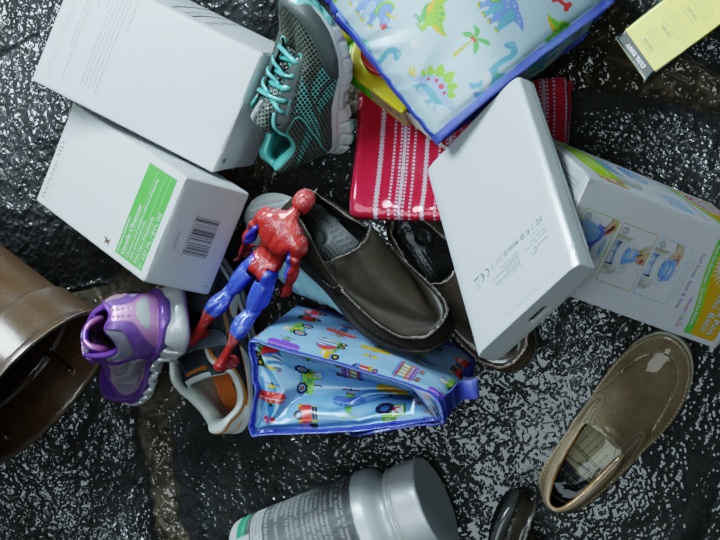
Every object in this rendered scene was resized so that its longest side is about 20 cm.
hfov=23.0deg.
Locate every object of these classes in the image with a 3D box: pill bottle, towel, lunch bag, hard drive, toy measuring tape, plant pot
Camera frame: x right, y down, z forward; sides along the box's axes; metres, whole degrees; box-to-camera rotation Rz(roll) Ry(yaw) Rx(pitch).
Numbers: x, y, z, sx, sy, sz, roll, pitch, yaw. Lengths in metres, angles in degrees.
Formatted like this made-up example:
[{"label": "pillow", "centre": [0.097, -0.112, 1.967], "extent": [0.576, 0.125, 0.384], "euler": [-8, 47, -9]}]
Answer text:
[{"label": "pill bottle", "centre": [-0.016, 0.256, 1.676], "extent": [0.199, 0.113, 0.114], "euler": [-24, 90, 18]}, {"label": "towel", "centre": [0.090, -0.112, 1.613], "extent": [0.198, 0.023, 0.146], "euler": [1, 68, 15]}, {"label": "lunch bag", "centre": [0.013, 0.096, 1.627], "extent": [0.198, 0.151, 0.095], "euler": [3, 102, 14]}, {"label": "hard drive", "centre": [0.122, -0.044, 1.476], "extent": [0.132, 0.026, 0.201], "euler": [-45, 43, 36]}, {"label": "toy measuring tape", "centre": [0.054, -0.166, 1.600], "extent": [0.200, 0.073, 0.074], "euler": [38, 105, 15]}, {"label": "lunch bag", "centre": [0.091, -0.231, 1.553], "extent": [0.200, 0.127, 0.170], "euler": [-38, 86, -15]}, {"label": "plant pot", "centre": [-0.379, 0.054, 1.720], "extent": [0.198, 0.200, 0.201], "euler": [41, 106, 16]}]

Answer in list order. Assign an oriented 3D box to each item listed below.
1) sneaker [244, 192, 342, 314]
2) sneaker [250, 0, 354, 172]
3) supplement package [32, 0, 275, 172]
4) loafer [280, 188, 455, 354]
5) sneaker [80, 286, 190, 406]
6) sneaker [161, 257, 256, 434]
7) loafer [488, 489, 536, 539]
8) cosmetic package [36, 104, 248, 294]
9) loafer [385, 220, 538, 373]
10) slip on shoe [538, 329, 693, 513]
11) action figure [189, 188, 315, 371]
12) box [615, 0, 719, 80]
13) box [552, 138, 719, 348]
[{"label": "sneaker", "centre": [-0.023, 0.004, 1.670], "extent": [0.200, 0.082, 0.074], "euler": [39, 70, 14]}, {"label": "sneaker", "centre": [-0.058, -0.162, 1.583], "extent": [0.091, 0.201, 0.078], "euler": [-32, 52, -21]}, {"label": "supplement package", "centre": [-0.180, -0.190, 1.660], "extent": [0.199, 0.120, 0.122], "euler": [28, 102, 11]}, {"label": "loafer", "centre": [0.000, 0.000, 1.588], "extent": [0.199, 0.071, 0.073], "euler": [37, 69, 12]}, {"label": "sneaker", "centre": [-0.228, 0.070, 1.680], "extent": [0.088, 0.200, 0.081], "euler": [-1, 67, -23]}, {"label": "sneaker", "centre": [-0.148, 0.062, 1.699], "extent": [0.078, 0.079, 0.201], "euler": [-25, 89, 36]}, {"label": "loafer", "centre": [0.151, 0.302, 1.658], "extent": [0.071, 0.073, 0.202], "euler": [6, 105, 6]}, {"label": "cosmetic package", "centre": [-0.206, -0.068, 1.654], "extent": [0.200, 0.085, 0.108], "euler": [30, 102, 43]}, {"label": "loafer", "centre": [0.085, 0.016, 1.639], "extent": [0.073, 0.071, 0.200], "euler": [-43, 85, 17]}, {"label": "slip on shoe", "centre": [0.232, 0.142, 1.620], "extent": [0.076, 0.061, 0.200], "euler": [42, 106, 7]}, {"label": "action figure", "centre": [-0.092, 0.002, 1.598], "extent": [0.065, 0.052, 0.200], "euler": [44, 126, 14]}, {"label": "box", "centre": [0.318, -0.246, 1.541], "extent": [0.200, 0.075, 0.050], "euler": [-37, 89, 15]}, {"label": "box", "centre": [0.232, -0.025, 1.526], "extent": [0.199, 0.113, 0.102], "euler": [19, 106, -25]}]
